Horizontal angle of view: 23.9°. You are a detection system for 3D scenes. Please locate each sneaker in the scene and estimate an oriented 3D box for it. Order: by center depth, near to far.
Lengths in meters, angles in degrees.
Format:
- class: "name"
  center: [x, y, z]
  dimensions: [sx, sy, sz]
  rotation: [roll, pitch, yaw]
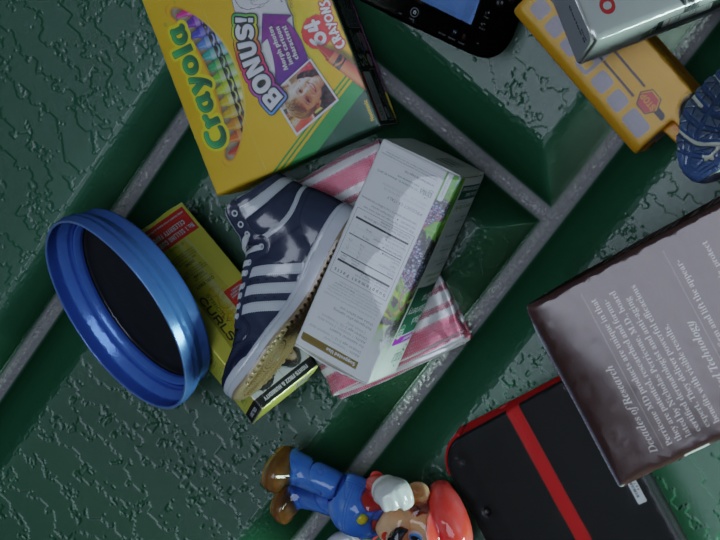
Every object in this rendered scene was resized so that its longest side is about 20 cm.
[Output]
- class: "sneaker"
  center: [0.331, -0.137, 1.353]
  dimensions: [0.200, 0.085, 0.077]
  rotation: [-48, 49, -8]
- class: "sneaker"
  center: [-0.091, 0.009, 1.514]
  dimensions: [0.108, 0.070, 0.201]
  rotation: [31, 86, 13]

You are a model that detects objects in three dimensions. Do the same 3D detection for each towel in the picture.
- class: "towel"
  center: [0.000, 0.000, 1.547]
  dimensions: [0.146, 0.030, 0.201]
  rotation: [-26, 85, 20]

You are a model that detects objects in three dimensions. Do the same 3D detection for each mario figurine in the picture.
- class: "mario figurine"
  center: [0.004, 0.226, 1.526]
  dimensions: [0.199, 0.123, 0.107]
  rotation: [12, 88, 22]

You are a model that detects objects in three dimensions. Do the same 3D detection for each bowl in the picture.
- class: "bowl"
  center: [-0.211, 0.033, 1.559]
  dimensions: [0.200, 0.039, 0.202]
  rotation: [35, 145, 30]

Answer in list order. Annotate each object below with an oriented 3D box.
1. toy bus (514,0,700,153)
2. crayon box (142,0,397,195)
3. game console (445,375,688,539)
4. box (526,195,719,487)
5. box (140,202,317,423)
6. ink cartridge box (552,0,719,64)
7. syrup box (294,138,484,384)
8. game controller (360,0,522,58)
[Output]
- class: "toy bus"
  center: [0.224, -0.168, 1.424]
  dimensions: [0.078, 0.065, 0.200]
  rotation: [-42, 82, 19]
- class: "crayon box"
  center: [-0.083, -0.192, 1.533]
  dimensions: [0.172, 0.058, 0.201]
  rotation: [-22, 89, 20]
- class: "game console"
  center: [0.180, 0.203, 1.491]
  dimensions: [0.176, 0.031, 0.201]
  rotation: [-31, 87, 29]
- class: "box"
  center: [0.271, 0.045, 1.380]
  dimensions: [0.199, 0.166, 0.165]
  rotation: [-30, 87, 21]
- class: "box"
  center: [-0.131, 0.038, 1.566]
  dimensions: [0.075, 0.050, 0.200]
  rotation: [-36, 80, -24]
- class: "ink cartridge box"
  center: [0.240, -0.271, 1.351]
  dimensions: [0.199, 0.084, 0.147]
  rotation: [-21, 84, -5]
- class: "syrup box"
  center: [0.025, -0.009, 1.479]
  dimensions: [0.081, 0.079, 0.201]
  rotation: [27, 103, 16]
- class: "game controller"
  center: [0.056, -0.255, 1.422]
  dimensions: [0.042, 0.199, 0.105]
  rotation: [0, 72, 61]
